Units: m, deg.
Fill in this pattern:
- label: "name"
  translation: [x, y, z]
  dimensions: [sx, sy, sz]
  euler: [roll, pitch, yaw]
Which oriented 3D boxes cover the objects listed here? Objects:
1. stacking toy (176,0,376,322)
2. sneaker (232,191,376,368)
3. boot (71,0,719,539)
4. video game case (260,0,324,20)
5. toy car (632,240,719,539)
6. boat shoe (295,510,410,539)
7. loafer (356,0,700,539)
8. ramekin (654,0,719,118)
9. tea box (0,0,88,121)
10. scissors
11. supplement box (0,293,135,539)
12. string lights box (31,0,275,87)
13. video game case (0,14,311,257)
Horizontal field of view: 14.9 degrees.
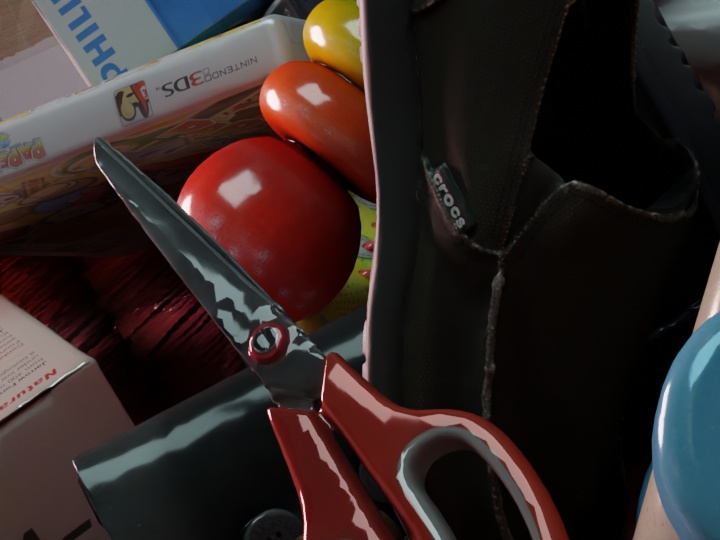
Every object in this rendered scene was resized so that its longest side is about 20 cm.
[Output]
- label: "stacking toy"
  translation: [0.019, -0.068, 0.788]
  dimensions: [0.200, 0.085, 0.085]
  euler: [-53, 29, -6]
- label: "sneaker"
  translation: [0.000, 0.000, 0.874]
  dimensions: [0.090, 0.078, 0.200]
  euler: [-26, 26, 2]
- label: "boot"
  translation: [0.009, 0.011, 0.747]
  dimensions: [0.200, 0.165, 0.066]
  euler: [-30, 14, 2]
- label: "video game case"
  translation: [0.010, -0.100, 0.981]
  dimensions: [0.143, 0.019, 0.200]
  euler: [-34, -1, -19]
- label: "toy car"
  translation: [0.171, 0.023, 0.595]
  dimensions: [0.200, 0.184, 0.177]
  euler: [16, 80, 8]
- label: "boat shoe"
  translation: [-0.073, 0.117, 0.695]
  dimensions: [0.200, 0.068, 0.072]
  euler: [-40, -4, 1]
- label: "loafer"
  translation: [0.044, -0.006, 0.662]
  dimensions: [0.071, 0.200, 0.073]
  euler: [4, 21, 33]
- label: "ramekin"
  translation: [0.164, -0.098, 0.851]
  dimensions: [0.202, 0.094, 0.202]
  euler: [-25, 27, 13]
- label: "tea box"
  translation: [-0.165, -0.095, 1.104]
  dimensions: [0.200, 0.134, 0.197]
  euler: [-21, 9, 23]
- label: "scissors"
  translation: [-0.009, 0.023, 0.656]
  dimensions: [0.073, 0.014, 0.200]
  euler: [-35, 51, 13]
- label: "supplement box"
  translation: [-0.155, 0.068, 0.920]
  dimensions: [0.126, 0.074, 0.200]
  euler: [-36, 25, -13]
- label: "string lights box"
  translation: [-0.012, -0.134, 0.931]
  dimensions: [0.200, 0.059, 0.103]
  euler: [-34, -2, 7]
- label: "video game case"
  translation: [-0.060, -0.041, 0.948]
  dimensions: [0.182, 0.023, 0.200]
  euler: [-19, -9, 24]
